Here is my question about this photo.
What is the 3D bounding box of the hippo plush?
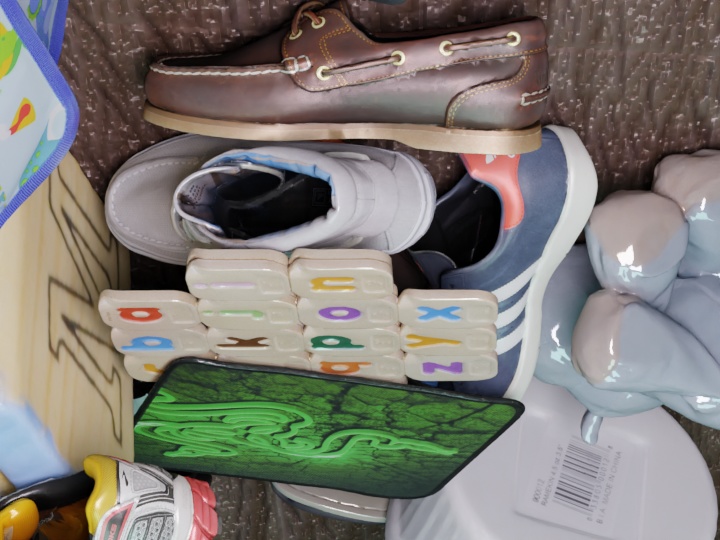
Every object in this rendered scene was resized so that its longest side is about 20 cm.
[{"bbox_3d":[0.175,0.021,1.296,0.200,0.159,0.161,31,167,-22],"label":"hippo plush"}]

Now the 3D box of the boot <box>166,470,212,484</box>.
[{"bbox_3d":[-0.180,0.140,1.449,0.158,0.080,0.211,21,177,0],"label":"boot"}]

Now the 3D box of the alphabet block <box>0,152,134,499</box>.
[{"bbox_3d":[-0.233,0.041,1.182,0.195,0.200,0.196,-9,147,8],"label":"alphabet block"}]

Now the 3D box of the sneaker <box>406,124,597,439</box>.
[{"bbox_3d":[0.056,0.007,1.241,0.084,0.075,0.200,0,124,-24],"label":"sneaker"}]

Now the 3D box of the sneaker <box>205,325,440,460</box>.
[{"bbox_3d":[-0.014,0.063,1.298,0.200,0.071,0.083,28,94,-45],"label":"sneaker"}]

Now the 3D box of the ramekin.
[{"bbox_3d":[0.123,0.153,1.416,0.200,0.201,0.098,5,140,-15],"label":"ramekin"}]

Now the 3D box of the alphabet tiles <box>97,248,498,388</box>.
[{"bbox_3d":[-0.028,0.031,1.158,0.195,0.015,0.200,-1,159,4],"label":"alphabet tiles"}]

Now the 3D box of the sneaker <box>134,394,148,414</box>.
[{"bbox_3d":[-0.041,0.069,1.373,0.200,0.071,0.080,3,144,-11],"label":"sneaker"}]

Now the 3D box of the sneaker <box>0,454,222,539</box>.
[{"bbox_3d":[-0.163,0.143,1.107,0.200,0.078,0.082,-36,133,25],"label":"sneaker"}]

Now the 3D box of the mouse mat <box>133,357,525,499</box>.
[{"bbox_3d":[-0.026,0.090,1.264,0.200,0.008,0.161,9,153,-16],"label":"mouse mat"}]

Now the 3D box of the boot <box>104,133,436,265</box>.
[{"bbox_3d":[-0.068,-0.039,1.139,0.200,0.074,0.096,-2,176,33],"label":"boot"}]

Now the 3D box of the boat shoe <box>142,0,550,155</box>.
[{"bbox_3d":[-0.007,-0.099,1.120,0.200,0.070,0.070,1,111,1],"label":"boat shoe"}]

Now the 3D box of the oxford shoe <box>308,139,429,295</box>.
[{"bbox_3d":[0.000,0.000,1.264,0.071,0.073,0.200,-22,144,24],"label":"oxford shoe"}]

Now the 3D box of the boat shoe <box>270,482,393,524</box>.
[{"bbox_3d":[0.031,0.145,1.501,0.200,0.073,0.063,2,144,-19],"label":"boat shoe"}]

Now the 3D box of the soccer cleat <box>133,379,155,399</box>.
[{"bbox_3d":[-0.165,0.042,1.313,0.200,0.073,0.068,-15,166,13],"label":"soccer cleat"}]

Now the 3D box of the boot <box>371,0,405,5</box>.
[{"bbox_3d":[-0.024,-0.186,0.962,0.168,0.077,0.200,7,152,-25],"label":"boot"}]

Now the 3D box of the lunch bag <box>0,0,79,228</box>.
[{"bbox_3d":[-0.197,-0.106,0.943,0.127,0.200,0.170,-2,149,15],"label":"lunch bag"}]
